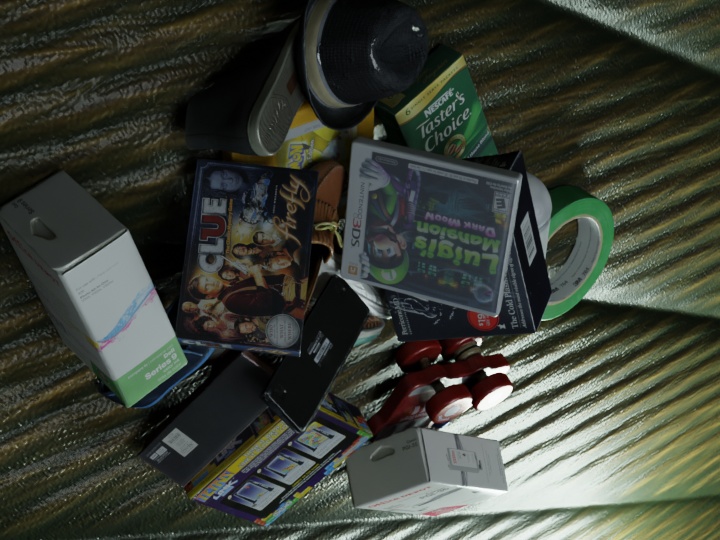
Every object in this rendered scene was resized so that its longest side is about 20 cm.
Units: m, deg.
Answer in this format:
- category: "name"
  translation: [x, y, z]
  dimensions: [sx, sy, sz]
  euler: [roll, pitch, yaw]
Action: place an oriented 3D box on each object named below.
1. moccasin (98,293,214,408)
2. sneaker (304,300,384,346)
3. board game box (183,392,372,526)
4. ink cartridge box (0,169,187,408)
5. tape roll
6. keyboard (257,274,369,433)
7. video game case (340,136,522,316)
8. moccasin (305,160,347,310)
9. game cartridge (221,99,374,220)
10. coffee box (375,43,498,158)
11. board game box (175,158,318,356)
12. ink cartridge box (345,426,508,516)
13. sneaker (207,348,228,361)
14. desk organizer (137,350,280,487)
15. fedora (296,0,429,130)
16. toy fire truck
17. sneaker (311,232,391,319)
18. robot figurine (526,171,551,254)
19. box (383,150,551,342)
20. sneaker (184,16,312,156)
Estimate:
- category: "moccasin"
  translation: [-0.221, 0.090, 1.423]
  dimensions: [0.068, 0.081, 0.200]
  euler: [14, 125, -43]
- category: "sneaker"
  translation: [-0.057, 0.086, 1.623]
  dimensions: [0.199, 0.071, 0.080]
  euler: [-6, 136, -44]
- category: "board game box"
  translation: [-0.109, 0.233, 1.639]
  dimensions: [0.200, 0.057, 0.165]
  euler: [-42, 140, 12]
- category: "ink cartridge box"
  translation: [-0.272, 0.019, 1.304]
  dimensions: [0.087, 0.145, 0.201]
  euler: [-37, 137, -19]
- category: "tape roll"
  translation: [0.289, -0.025, 1.883]
  dimensions: [0.200, 0.048, 0.201]
  euler: [-24, 131, -30]
- category: "keyboard"
  translation: [-0.065, 0.087, 1.497]
  dimensions: [0.104, 0.040, 0.200]
  euler: [51, 48, -24]
- category: "video game case"
  translation: [0.077, -0.049, 1.476]
  dimensions: [0.023, 0.199, 0.183]
  euler: [-55, 155, -56]
- category: "moccasin"
  translation: [-0.058, -0.032, 1.455]
  dimensions: [0.074, 0.077, 0.202]
  euler: [52, 56, -51]
- category: "game cartridge"
  translation: [-0.069, -0.119, 1.490]
  dimensions: [0.199, 0.032, 0.177]
  euler: [-25, 132, -31]
- category: "coffee box"
  translation: [0.100, -0.171, 1.605]
  dimensions: [0.123, 0.044, 0.200]
  euler: [-41, 138, -14]
- category: "board game box"
  translation: [-0.121, -0.014, 1.374]
  dimensions: [0.035, 0.135, 0.201]
  euler: [104, -8, -76]
- category: "ink cartridge box"
  translation: [0.095, 0.293, 1.841]
  dimensions: [0.146, 0.083, 0.200]
  euler: [-25, 153, 33]
- category: "sneaker"
  translation: [-0.165, 0.019, 1.474]
  dimensions: [0.078, 0.082, 0.201]
  euler: [-74, -178, -53]
- category: "desk organizer"
  translation: [-0.174, 0.160, 1.531]
  dimensions: [0.072, 0.077, 0.200]
  euler: [38, 113, -18]
- category: "fedora"
  translation: [0.014, -0.241, 1.384]
  dimensions: [0.200, 0.091, 0.202]
  euler: [-23, 116, -58]
- category: "toy fire truck"
  translation: [0.112, 0.175, 1.826]
  dimensions: [0.199, 0.112, 0.168]
  euler: [-9, 147, -39]
- category: "sneaker"
  translation: [0.000, 0.000, 1.601]
  dimensions: [0.199, 0.078, 0.100]
  euler: [14, 98, -43]
- category: "robot figurine"
  translation: [0.196, -0.054, 1.716]
  dimensions: [0.112, 0.170, 0.201]
  euler: [4, 132, 4]
- category: "box"
  translation: [0.118, -0.026, 1.550]
  dimensions: [0.104, 0.181, 0.201]
  euler: [-55, 134, -55]
- category: "sneaker"
  translation: [-0.113, -0.206, 1.368]
  dimensions: [0.200, 0.106, 0.075]
  euler: [-64, 146, -37]
